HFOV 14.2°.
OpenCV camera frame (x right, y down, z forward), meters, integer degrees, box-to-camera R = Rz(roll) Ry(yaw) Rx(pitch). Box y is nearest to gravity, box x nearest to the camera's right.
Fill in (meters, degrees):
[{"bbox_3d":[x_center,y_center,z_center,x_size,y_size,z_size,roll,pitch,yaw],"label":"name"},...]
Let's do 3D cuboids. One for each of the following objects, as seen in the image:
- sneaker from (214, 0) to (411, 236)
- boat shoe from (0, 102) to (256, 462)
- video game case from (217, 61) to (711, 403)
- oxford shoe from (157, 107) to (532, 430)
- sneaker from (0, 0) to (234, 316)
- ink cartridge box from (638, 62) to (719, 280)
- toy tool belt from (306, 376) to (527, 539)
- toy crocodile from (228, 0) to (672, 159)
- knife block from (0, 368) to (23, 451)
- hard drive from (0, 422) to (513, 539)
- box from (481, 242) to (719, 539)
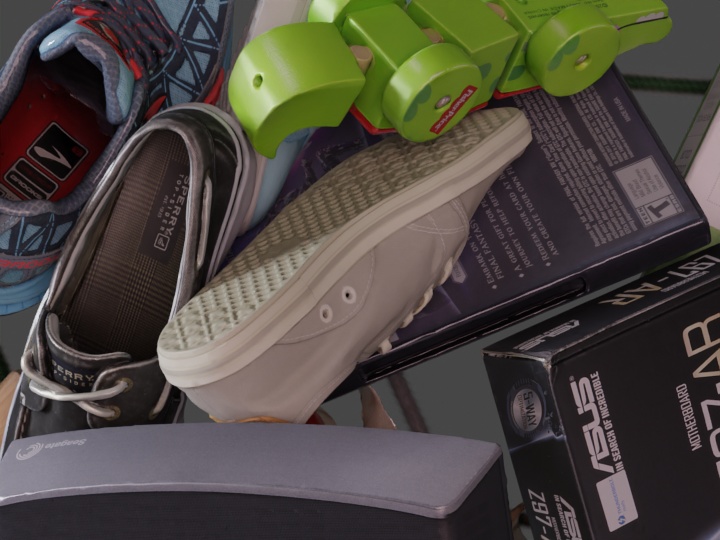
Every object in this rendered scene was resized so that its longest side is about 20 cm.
[{"bbox_3d":[-0.002,-0.098,1.163,0.082,0.074,0.200,23,78,-5],"label":"sneaker"},{"bbox_3d":[-0.100,0.029,1.093,0.072,0.071,0.200,18,95,17],"label":"boat shoe"},{"bbox_3d":[0.021,-0.025,1.157,0.200,0.019,0.143,-23,47,-2],"label":"video game case"},{"bbox_3d":[0.000,0.000,1.096,0.200,0.075,0.058,-43,114,-38],"label":"oxford shoe"},{"bbox_3d":[-0.099,-0.072,1.135,0.079,0.096,0.200,31,60,-3],"label":"sneaker"},{"bbox_3d":[0.179,-0.024,1.189,0.104,0.059,0.200,25,88,-3],"label":"ink cartridge box"},{"bbox_3d":[0.020,0.137,1.166,0.125,0.123,0.200,-36,79,12],"label":"toy tool belt"},{"bbox_3d":[0.039,-0.086,1.127,0.200,0.062,0.068,-18,55,-37],"label":"toy crocodile"},{"bbox_3d":[-0.203,0.143,1.164,0.175,0.064,0.200,-3,89,-4],"label":"knife block"},{"bbox_3d":[-0.039,0.123,1.034,0.200,0.042,0.135,-1,105,26],"label":"hard drive"},{"bbox_3d":[0.145,0.095,1.107,0.160,0.044,0.200,-22,103,-28],"label":"box"}]
